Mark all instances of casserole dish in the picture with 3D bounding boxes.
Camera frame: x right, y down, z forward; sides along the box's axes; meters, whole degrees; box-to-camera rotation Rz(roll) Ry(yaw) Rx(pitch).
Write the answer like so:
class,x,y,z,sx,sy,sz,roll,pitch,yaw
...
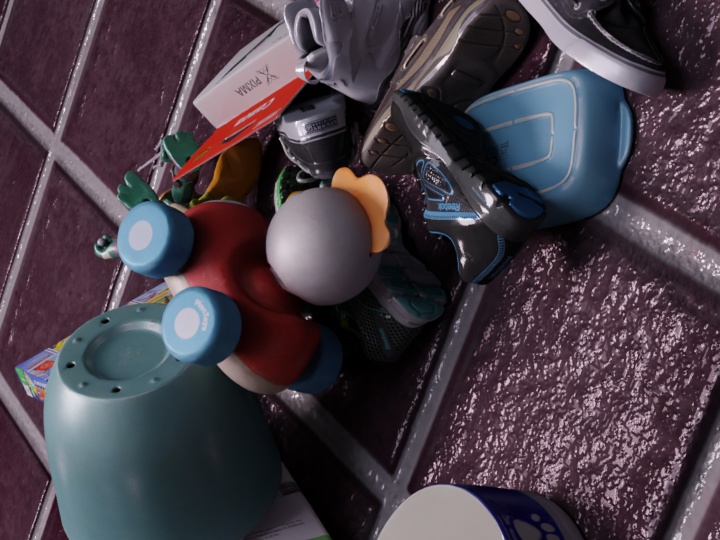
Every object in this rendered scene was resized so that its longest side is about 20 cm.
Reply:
class,x,y,z,sx,sy,sz,roll,pitch,yaw
casserole dish,0.133,-0.095,1.319,0.200,0.039,0.122,-11,71,56

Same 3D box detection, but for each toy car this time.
class,x,y,z,sx,sy,sz,roll,pitch,yaw
toy car,-0.056,-0.019,1.375,0.200,0.184,0.177,-41,59,17

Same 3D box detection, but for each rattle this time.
class,x,y,z,sx,sy,sz,roll,pitch,yaw
rattle,-0.099,-0.038,1.613,0.131,0.143,0.200,61,164,-20

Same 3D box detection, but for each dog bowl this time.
class,x,y,z,sx,sy,sz,roll,pitch,yaw
dog bowl,0.084,0.260,1.246,0.200,0.079,0.201,-22,63,52

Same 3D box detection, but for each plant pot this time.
class,x,y,z,sx,sy,sz,roll,pitch,yaw
plant pot,-0.178,0.127,1.428,0.201,0.200,0.162,-129,23,-50

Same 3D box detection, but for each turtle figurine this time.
class,x,y,z,sx,sy,sz,roll,pitch,yaw
turtle figurine,-0.206,-0.070,1.750,0.150,0.100,0.200,-64,0,-17

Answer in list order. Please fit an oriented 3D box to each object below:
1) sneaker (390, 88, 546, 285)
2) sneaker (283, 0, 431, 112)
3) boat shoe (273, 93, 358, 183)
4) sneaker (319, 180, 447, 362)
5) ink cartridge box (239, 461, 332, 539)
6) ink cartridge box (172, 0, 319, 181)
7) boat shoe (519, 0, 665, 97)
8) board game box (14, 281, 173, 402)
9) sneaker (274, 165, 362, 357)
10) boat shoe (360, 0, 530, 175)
class,x,y,z,sx,sy,sz,roll,pitch,yaw
sneaker,0.066,-0.071,1.311,0.082,0.073,0.200,-60,38,25
sneaker,0.002,-0.247,1.489,0.075,0.114,0.201,5,84,56
boat shoe,-0.035,-0.119,1.523,0.199,0.073,0.068,-135,29,-77
sneaker,0.000,0.000,1.460,0.091,0.077,0.200,-62,35,30
ink cartridge box,-0.112,0.249,1.471,0.200,0.145,0.084,-130,32,-51
ink cartridge box,-0.098,-0.181,1.604,0.200,0.044,0.174,-24,22,51
boat shoe,0.179,-0.199,1.262,0.066,0.070,0.200,-64,28,23
board game box,-0.233,0.074,1.687,0.135,0.200,0.035,13,128,57
sneaker,-0.054,-0.004,1.535,0.085,0.078,0.201,-35,53,47
boat shoe,0.069,-0.163,1.416,0.200,0.074,0.073,-47,33,28
